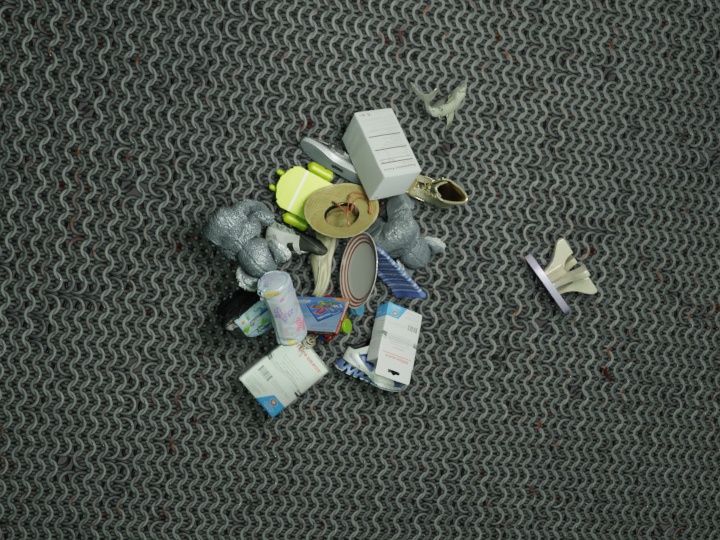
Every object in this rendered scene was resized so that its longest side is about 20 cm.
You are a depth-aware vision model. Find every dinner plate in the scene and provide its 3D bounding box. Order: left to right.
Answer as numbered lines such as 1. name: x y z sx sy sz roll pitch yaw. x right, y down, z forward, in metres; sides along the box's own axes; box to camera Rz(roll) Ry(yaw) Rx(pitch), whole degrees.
1. dinner plate: 0.000 0.000 1.642 0.024 0.200 0.201 8 93 -27

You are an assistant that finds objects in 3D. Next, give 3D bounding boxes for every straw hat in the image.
1. straw hat: -0.049 -0.135 1.684 0.200 0.085 0.202 2 54 -2

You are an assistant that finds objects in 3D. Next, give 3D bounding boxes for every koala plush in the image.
1. koala plush: -0.284 -0.060 1.603 0.177 0.184 0.200 -38 80 7
2. koala plush: 0.120 -0.074 1.717 0.177 0.184 0.200 -40 119 7

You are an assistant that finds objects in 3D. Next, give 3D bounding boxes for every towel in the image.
1. towel: 0.076 0.007 1.702 0.200 0.145 0.024 44 72 -21

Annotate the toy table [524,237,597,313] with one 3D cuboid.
1. toy table: 0.567 0.012 1.783 0.117 0.184 0.200 -35 111 12

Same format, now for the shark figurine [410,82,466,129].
1. shark figurine: 0.198 -0.456 1.726 0.089 0.214 0.129 35 123 27

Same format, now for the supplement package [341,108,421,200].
1. supplement package: 0.053 -0.305 1.659 0.117 0.117 0.201 -14 72 -27

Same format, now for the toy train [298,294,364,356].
1. toy train: -0.074 0.154 1.678 0.085 0.115 0.200 55 48 -31

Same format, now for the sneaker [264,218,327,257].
1. sneaker: -0.175 -0.064 1.685 0.199 0.074 0.089 26 98 30

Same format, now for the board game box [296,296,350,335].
1. board game box: -0.127 0.118 1.674 0.019 0.199 0.103 48 53 -44

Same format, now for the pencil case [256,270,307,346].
1. pencil case: -0.194 0.096 1.578 0.083 0.091 0.201 10 135 27

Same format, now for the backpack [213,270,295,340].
1. backpack: -0.268 0.088 1.676 0.154 0.163 0.200 41 86 -26

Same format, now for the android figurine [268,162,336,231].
1. android figurine: -0.149 -0.204 1.722 0.199 0.041 0.183 25 91 -12

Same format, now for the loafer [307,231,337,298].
1. loafer: -0.112 -0.020 1.728 0.068 0.076 0.201 11 83 -7

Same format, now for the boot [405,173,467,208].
1. boot: 0.182 -0.224 1.711 0.199 0.155 0.072 21 91 -9

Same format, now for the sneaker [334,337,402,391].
1. sneaker: 0.040 0.254 1.763 0.199 0.081 0.116 23 93 -8

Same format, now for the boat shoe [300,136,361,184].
1. boat shoe: -0.065 -0.313 1.717 0.199 0.070 0.066 29 64 -1

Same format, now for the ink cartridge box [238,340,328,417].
1. ink cartridge box: -0.208 0.275 1.726 0.200 0.084 0.146 -39 98 -5

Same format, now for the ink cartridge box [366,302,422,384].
1. ink cartridge box: 0.089 0.203 1.725 0.116 0.068 0.201 23 66 -23
